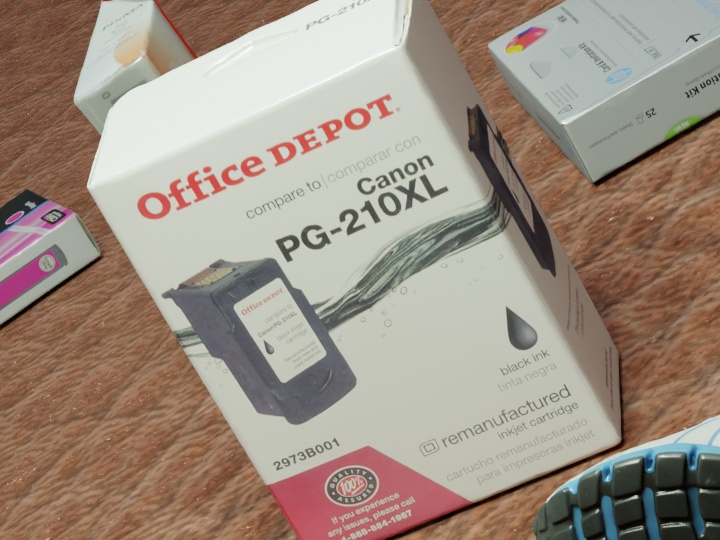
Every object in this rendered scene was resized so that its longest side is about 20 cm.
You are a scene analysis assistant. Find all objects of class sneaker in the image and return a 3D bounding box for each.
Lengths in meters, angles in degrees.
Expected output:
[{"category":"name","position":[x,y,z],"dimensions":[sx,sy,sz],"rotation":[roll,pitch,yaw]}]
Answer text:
[{"category":"sneaker","position":[0.160,0.071,0.988],"dimensions":[0.200,0.075,0.087],"rotation":[-15,19,15]}]

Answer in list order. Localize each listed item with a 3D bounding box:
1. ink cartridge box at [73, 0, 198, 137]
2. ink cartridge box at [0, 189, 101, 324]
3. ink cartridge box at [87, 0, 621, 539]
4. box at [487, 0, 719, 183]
[{"category":"ink cartridge box","position":[-0.073,-0.076,1.441],"dimensions":[0.050,0.162,0.200],"rotation":[-30,22,18]},{"category":"ink cartridge box","position":[-0.250,0.027,1.610],"dimensions":[0.200,0.037,0.095],"rotation":[-38,23,-14]},{"category":"ink cartridge box","position":[0.000,0.000,1.142],"dimensions":[0.145,0.200,0.084],"rotation":[-24,23,15]},{"category":"box","position":[0.175,-0.130,1.415],"dimensions":[0.200,0.041,0.156],"rotation":[-29,22,-1]}]
